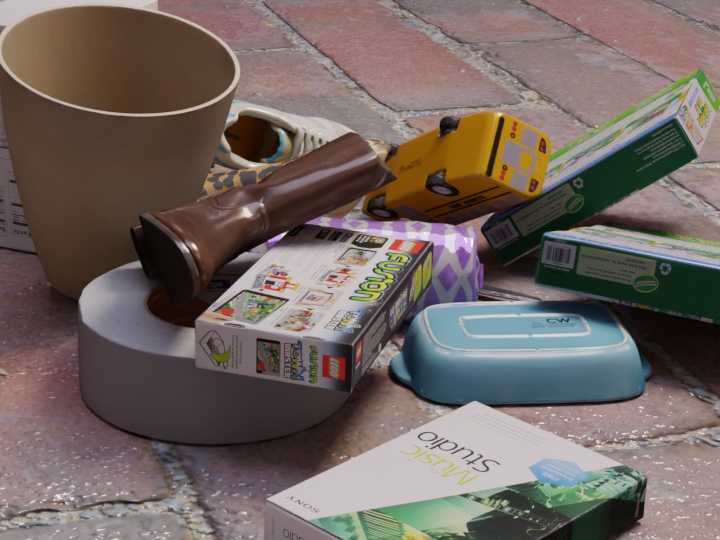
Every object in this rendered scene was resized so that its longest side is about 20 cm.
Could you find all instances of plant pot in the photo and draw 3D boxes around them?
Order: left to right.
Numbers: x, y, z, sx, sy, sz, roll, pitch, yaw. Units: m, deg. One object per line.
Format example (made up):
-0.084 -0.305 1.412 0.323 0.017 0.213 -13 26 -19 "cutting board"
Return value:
-0.201 -0.081 1.291 0.186 0.201 0.188 9 32 -5 "plant pot"

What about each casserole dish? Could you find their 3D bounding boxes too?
0.121 0.057 1.213 0.198 0.039 0.121 0 22 -8 "casserole dish"

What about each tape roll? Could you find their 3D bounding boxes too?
-0.104 0.051 1.172 0.199 0.067 0.201 2 21 -1 "tape roll"

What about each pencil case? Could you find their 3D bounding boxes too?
0.000 0.000 1.298 0.198 0.085 0.086 4 -11 3 "pencil case"

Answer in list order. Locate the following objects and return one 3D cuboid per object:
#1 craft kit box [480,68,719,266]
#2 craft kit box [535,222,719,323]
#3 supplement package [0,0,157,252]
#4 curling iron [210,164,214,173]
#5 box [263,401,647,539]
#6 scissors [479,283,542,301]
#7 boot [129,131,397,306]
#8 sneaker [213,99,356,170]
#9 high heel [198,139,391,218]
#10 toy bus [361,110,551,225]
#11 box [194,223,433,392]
0.217 -0.095 1.445 0.199 0.049 0.198 -30 10 25 "craft kit box"
0.261 0.003 1.280 0.199 0.049 0.197 12 12 23 "craft kit box"
-0.277 -0.137 1.443 0.150 0.202 0.152 10 23 20 "supplement package"
-0.169 -0.099 1.522 0.050 0.026 0.200 47 10 -2 "curling iron"
0.060 0.145 0.988 0.144 0.037 0.199 20 29 39 "box"
0.057 0.009 1.366 0.199 0.014 0.073 22 27 38 "scissors"
-0.057 -0.045 1.146 0.199 0.065 0.186 -21 14 -13 "boot"
-0.071 -0.113 1.530 0.199 0.077 0.081 7 7 -34 "sneaker"
-0.081 -0.086 1.463 0.199 0.072 0.142 -33 42 -24 "high heel"
0.079 -0.084 1.436 0.078 0.066 0.200 22 -19 -23 "toy bus"
-0.027 0.020 1.118 0.109 0.035 0.200 9 22 16 "box"
